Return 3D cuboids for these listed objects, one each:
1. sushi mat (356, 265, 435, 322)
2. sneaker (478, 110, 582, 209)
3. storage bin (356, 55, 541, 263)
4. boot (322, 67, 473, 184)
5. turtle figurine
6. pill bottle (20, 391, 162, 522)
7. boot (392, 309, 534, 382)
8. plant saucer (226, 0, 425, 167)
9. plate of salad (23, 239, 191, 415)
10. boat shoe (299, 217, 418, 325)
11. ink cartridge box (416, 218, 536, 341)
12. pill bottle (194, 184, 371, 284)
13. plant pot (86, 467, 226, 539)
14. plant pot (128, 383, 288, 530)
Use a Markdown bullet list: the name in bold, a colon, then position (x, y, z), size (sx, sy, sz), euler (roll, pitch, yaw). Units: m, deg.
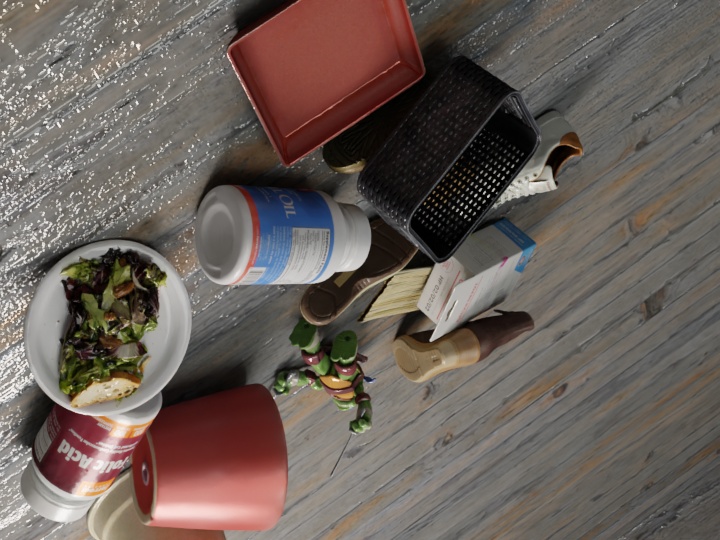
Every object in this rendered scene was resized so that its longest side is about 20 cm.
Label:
- **sushi mat**: position (0.074, 0.030, 1.530), size (0.199, 0.012, 0.096), euler (-8, 137, -57)
- **sneaker**: position (0.215, -0.126, 1.453), size (0.199, 0.085, 0.073), euler (-41, 148, 8)
- **storage bin**: position (0.105, -0.128, 1.246), size (0.201, 0.094, 0.135), euler (-50, 148, -1)
- **boot**: position (0.056, -0.133, 1.319), size (0.174, 0.066, 0.201), euler (-35, 147, -2)
- **turtle figurine**: position (-0.053, 0.176, 1.514), size (0.198, 0.144, 0.196), euler (-29, 142, -17)
- **pill bottle**: position (-0.337, 0.208, 1.319), size (0.113, 0.115, 0.201), euler (8, 126, -46)
- **boot**: position (0.152, 0.109, 1.610), size (0.164, 0.074, 0.199), euler (-18, -177, -24)
- **plant saucer**: position (-0.036, -0.232, 1.145), size (0.198, 0.037, 0.201), euler (-34, 145, -5)
- **plate of salad**: position (-0.278, 0.068, 1.201), size (0.197, 0.048, 0.204), euler (-8, 105, -31)
- **boat shoe**: position (-0.004, -0.005, 1.428), size (0.201, 0.075, 0.075), euler (-36, -179, -13)
- **ink cartridge box**: position (0.156, 0.012, 1.536), size (0.198, 0.068, 0.116), euler (-24, 146, -44)
- **pill bottle**: position (-0.087, -0.041, 1.257), size (0.197, 0.113, 0.113), euler (-1, 133, -42)
- **plant pot**: position (-0.271, 0.401, 1.543), size (0.198, 0.184, 0.202), euler (-23, 144, -18)
- **plant pot**: position (-0.212, 0.261, 1.444), size (0.174, 0.202, 0.203), euler (-2, 134, -27)
